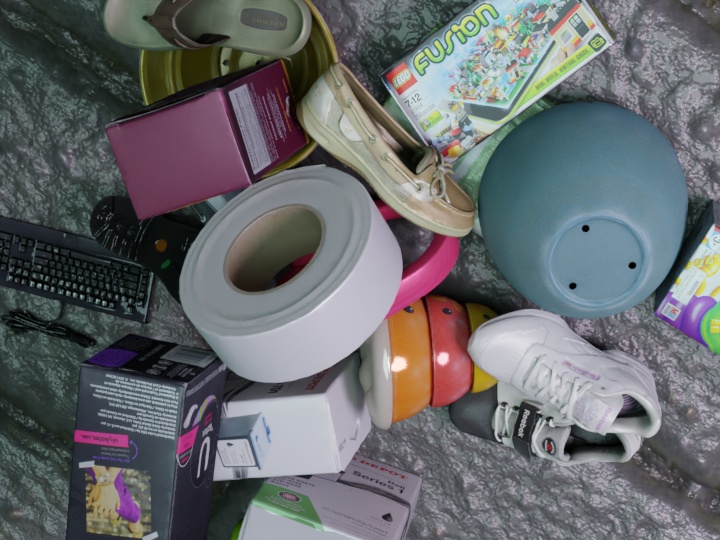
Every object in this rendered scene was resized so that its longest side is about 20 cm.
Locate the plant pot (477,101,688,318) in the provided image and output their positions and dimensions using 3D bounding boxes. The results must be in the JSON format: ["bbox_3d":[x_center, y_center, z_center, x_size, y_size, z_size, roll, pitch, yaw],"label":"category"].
[{"bbox_3d":[0.208,-0.037,1.279,0.197,0.135,0.202,1,115,2],"label":"plant pot"}]

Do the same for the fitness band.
[{"bbox_3d":[0.000,0.000,1.344,0.199,0.144,0.038,-31,126,-6],"label":"fitness band"}]

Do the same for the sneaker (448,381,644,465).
[{"bbox_3d":[0.180,0.150,1.386,0.197,0.089,0.075,4,107,14],"label":"sneaker"}]

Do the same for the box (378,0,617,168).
[{"bbox_3d":[0.126,-0.197,1.304,0.199,0.035,0.111,-36,92,21],"label":"box"}]

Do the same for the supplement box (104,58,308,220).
[{"bbox_3d":[-0.129,-0.120,1.235,0.109,0.200,0.087,-15,102,16],"label":"supplement box"}]

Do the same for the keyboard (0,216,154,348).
[{"bbox_3d":[-0.319,0.023,1.503,0.198,0.021,0.129,14,107,10],"label":"keyboard"}]

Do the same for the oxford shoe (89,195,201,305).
[{"bbox_3d":[-0.175,-0.011,1.426,0.199,0.084,0.073,36,94,17],"label":"oxford shoe"}]

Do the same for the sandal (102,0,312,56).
[{"bbox_3d":[-0.144,-0.236,1.283,0.198,0.057,0.081,5,106,12],"label":"sandal"}]

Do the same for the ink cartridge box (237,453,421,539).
[{"bbox_3d":[-0.029,0.251,1.403,0.145,0.200,0.085,19,105,7],"label":"ink cartridge box"}]

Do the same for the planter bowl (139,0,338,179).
[{"bbox_3d":[-0.107,-0.195,1.361,0.198,0.083,0.203,4,106,12],"label":"planter bowl"}]

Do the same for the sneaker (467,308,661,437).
[{"bbox_3d":[0.196,0.098,1.307,0.198,0.100,0.075,19,114,-12],"label":"sneaker"}]

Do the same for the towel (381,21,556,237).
[{"bbox_3d":[0.113,-0.122,1.357,0.199,0.031,0.150,37,109,2],"label":"towel"}]

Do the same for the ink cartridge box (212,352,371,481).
[{"bbox_3d":[-0.103,0.149,1.419,0.198,0.146,0.087,-8,101,15],"label":"ink cartridge box"}]

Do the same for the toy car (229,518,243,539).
[{"bbox_3d":[-0.083,0.370,1.445,0.162,0.200,0.160,15,108,9],"label":"toy car"}]

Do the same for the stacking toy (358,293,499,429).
[{"bbox_3d":[0.098,0.075,1.383,0.197,0.146,0.148,-5,105,-6],"label":"stacking toy"}]

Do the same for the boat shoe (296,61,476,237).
[{"bbox_3d":[0.035,-0.108,1.288,0.200,0.073,0.063,39,120,-9],"label":"boat shoe"}]

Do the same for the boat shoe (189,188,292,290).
[{"bbox_3d":[-0.117,-0.034,1.419,0.066,0.070,0.200,-26,109,45],"label":"boat shoe"}]

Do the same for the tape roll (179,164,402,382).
[{"bbox_3d":[-0.064,0.000,1.286,0.200,0.204,0.071,-19,133,17],"label":"tape roll"}]

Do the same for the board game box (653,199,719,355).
[{"bbox_3d":[0.383,0.039,1.297,0.199,0.105,0.104,32,110,4],"label":"board game box"}]

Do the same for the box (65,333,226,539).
[{"bbox_3d":[-0.199,0.176,1.306,0.105,0.122,0.202,10,103,11],"label":"box"}]
